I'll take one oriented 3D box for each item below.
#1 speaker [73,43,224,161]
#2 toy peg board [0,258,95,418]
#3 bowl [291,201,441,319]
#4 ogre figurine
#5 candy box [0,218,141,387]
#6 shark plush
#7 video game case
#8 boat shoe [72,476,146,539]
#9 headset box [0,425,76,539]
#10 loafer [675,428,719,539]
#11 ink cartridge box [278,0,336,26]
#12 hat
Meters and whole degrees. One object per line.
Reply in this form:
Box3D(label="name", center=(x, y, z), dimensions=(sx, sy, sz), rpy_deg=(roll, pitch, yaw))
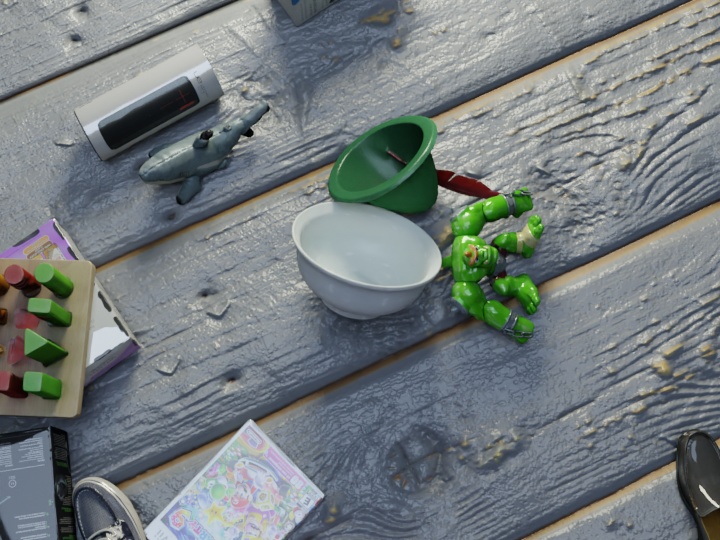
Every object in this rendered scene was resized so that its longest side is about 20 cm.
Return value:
Box3D(label="speaker", center=(-0.291, -0.235, 1.495), dimensions=(0.198, 0.081, 0.082), rpy_deg=(-29, 77, -7))
Box3D(label="toy peg board", center=(-0.448, 0.075, 1.338), dimensions=(0.196, 0.098, 0.203), rpy_deg=(2, 76, 2))
Box3D(label="bowl", center=(0.000, 0.000, 1.405), dimensions=(0.199, 0.202, 0.091), rpy_deg=(18, 121, 5))
Box3D(label="ogre figurine", center=(0.175, -0.009, 1.427), dimensions=(0.118, 0.098, 0.203), rpy_deg=(2, 100, -14))
Box3D(label="candy box", center=(-0.417, 0.065, 1.426), dimensions=(0.167, 0.072, 0.201), rpy_deg=(-34, 77, -8))
Box3D(label="shark plush", center=(-0.207, -0.164, 1.473), dimensions=(0.198, 0.083, 0.092), rpy_deg=(-21, 76, -4))
Box3D(label="video game case", center=(-0.162, 0.315, 1.388), dimensions=(0.143, 0.018, 0.200), rpy_deg=(43, 81, 10))
Box3D(label="boat shoe", center=(-0.312, 0.349, 1.336), dimensions=(0.074, 0.093, 0.201), rpy_deg=(-38, 78, 10))
Box3D(label="headset box", center=(-0.454, 0.312, 1.354), dimensions=(0.172, 0.093, 0.203), rpy_deg=(-10, 76, -2))
Box3D(label="loafer", center=(0.450, 0.298, 1.355), dimensions=(0.072, 0.072, 0.203), rpy_deg=(-12, 76, -1))
Box3D(label="ink cartridge box", center=(-0.034, -0.456, 1.511), dimensions=(0.199, 0.145, 0.085), rpy_deg=(-34, 79, -7))
Box3D(label="hat", center=(0.079, -0.096, 1.478), dimensions=(0.199, 0.176, 0.166), rpy_deg=(2, 50, 46))
